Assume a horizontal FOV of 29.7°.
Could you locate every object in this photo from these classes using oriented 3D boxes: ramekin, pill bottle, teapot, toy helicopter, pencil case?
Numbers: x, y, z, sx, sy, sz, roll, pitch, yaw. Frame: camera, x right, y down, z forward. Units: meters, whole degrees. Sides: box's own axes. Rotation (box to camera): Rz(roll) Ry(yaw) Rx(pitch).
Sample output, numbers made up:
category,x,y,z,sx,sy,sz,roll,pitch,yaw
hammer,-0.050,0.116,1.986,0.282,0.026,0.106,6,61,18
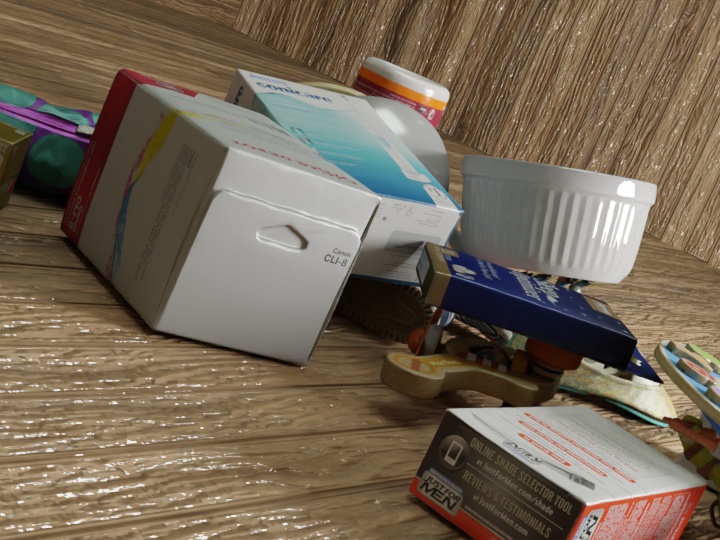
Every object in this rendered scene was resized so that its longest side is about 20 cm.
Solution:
category,x,y,z,sx,sy,sz,roll,pitch,yaw
ramekin,0.195,-0.051,1.383,0.199,0.106,0.200,9,3,0
pill bottle,0.019,-0.139,1.592,0.109,0.201,0.110,22,11,-5
teapot,0.004,-0.069,1.395,0.199,0.198,0.147,-6,50,8
toy helicopter,0.075,0.073,1.060,0.132,0.079,0.200,29,15,32
pencil case,-0.297,-0.120,1.161,0.199,0.092,0.085,17,56,-23

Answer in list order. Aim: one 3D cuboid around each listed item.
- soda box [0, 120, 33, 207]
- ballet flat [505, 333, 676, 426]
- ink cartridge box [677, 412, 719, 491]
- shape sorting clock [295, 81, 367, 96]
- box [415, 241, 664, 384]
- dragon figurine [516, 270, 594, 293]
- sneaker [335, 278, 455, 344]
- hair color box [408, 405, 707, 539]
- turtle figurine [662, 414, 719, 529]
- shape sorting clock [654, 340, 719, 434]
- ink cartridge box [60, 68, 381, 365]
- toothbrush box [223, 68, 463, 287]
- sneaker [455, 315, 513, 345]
category,x,y,z,sx,sy,sz,roll,pitch,yaw
soda box,-0.365,-0.113,1.058,0.199,0.064,0.068,22,12,-5
ballet flat,0.230,0.093,1.294,0.199,0.071,0.071,20,12,-19
ink cartridge box,0.393,0.150,1.156,0.200,0.145,0.084,29,13,28
shape sorting clock,-0.047,-0.126,1.472,0.199,0.200,0.039,19,47,-20
box,0.144,0.032,1.088,0.199,0.033,0.121,20,11,-5
dragon figurine,0.190,0.053,1.415,0.199,0.100,0.059,8,1,38
sneaker,0.000,0.000,1.249,0.200,0.070,0.108,33,17,18
hair color box,0.134,0.142,0.889,0.111,0.064,0.200,32,13,33
turtle figurine,0.305,0.188,1.016,0.200,0.064,0.161,43,14,24
shape sorting clock,0.304,0.113,1.004,0.200,0.039,0.200,36,13,-9
ink cartridge box,-0.111,-0.043,1.033,0.145,0.145,0.200,16,13,-36
toothbrush box,-0.027,-0.082,1.180,0.146,0.086,0.200,8,31,-36
sneaker,0.072,0.016,1.338,0.200,0.075,0.081,34,18,-12
